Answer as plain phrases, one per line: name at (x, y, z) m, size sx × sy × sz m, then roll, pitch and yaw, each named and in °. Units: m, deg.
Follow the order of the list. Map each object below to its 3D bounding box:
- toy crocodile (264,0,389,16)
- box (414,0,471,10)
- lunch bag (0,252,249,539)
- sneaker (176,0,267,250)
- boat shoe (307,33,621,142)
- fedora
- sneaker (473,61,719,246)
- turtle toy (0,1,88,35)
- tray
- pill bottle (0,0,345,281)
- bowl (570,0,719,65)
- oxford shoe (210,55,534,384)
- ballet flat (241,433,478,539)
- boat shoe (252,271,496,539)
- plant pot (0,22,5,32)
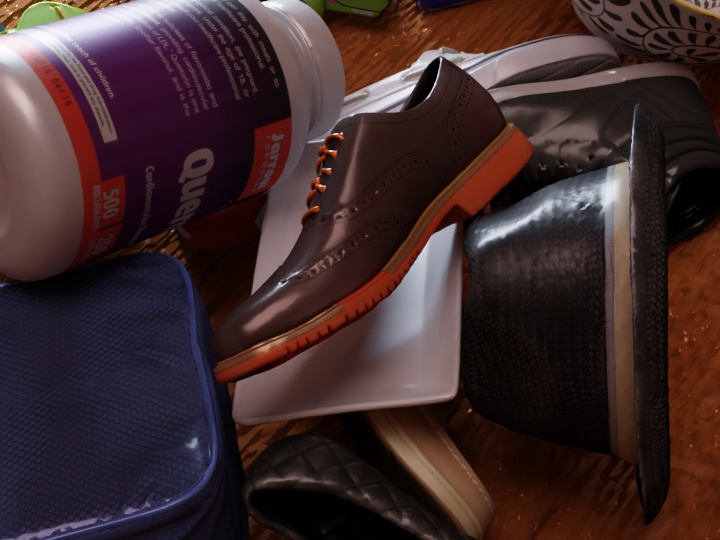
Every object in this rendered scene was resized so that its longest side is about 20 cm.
toy crocodile at (-0.067, -0.207, 0.935) m, size 0.199 × 0.062 × 0.068 m, roll 18°, pitch 57°, yaw 21°
box at (0.050, -0.304, 0.903) m, size 0.104 × 0.201 × 0.185 m, roll -17°, pitch 51°, yaw -2°
lunch bag at (-0.119, 0.106, 0.648) m, size 0.135 × 0.133 × 0.201 m, roll -12°, pitch 39°, yaw -3°
sneaker at (-0.090, -0.117, 0.832) m, size 0.078 × 0.116 × 0.201 m, roll -9°, pitch 51°, yaw 2°
boat shoe at (0.050, -0.100, 0.823) m, size 0.199 × 0.074 × 0.067 m, roll -21°, pitch 53°, yaw -7°
fedora at (0.092, 0.021, 0.641) m, size 0.091 × 0.201 × 0.202 m, roll -1°, pitch 51°, yaw 12°
sneaker at (0.112, -0.049, 0.774) m, size 0.199 × 0.071 × 0.100 m, roll -16°, pitch 46°, yaw -9°
turtle toy at (-0.185, -0.086, 0.830) m, size 0.145 × 0.101 × 0.201 m, roll 7°, pitch 53°, yaw -4°
tray at (0.000, 0.000, 0.706) m, size 0.106 × 0.022 × 0.201 m, roll -8°, pitch 42°, yaw 12°
pill bottle at (-0.104, -0.076, 0.705) m, size 0.199 × 0.113 × 0.112 m, roll -24°, pitch 49°, yaw -38°
bowl at (0.180, -0.188, 0.841) m, size 0.199 × 0.094 × 0.202 m, roll 11°, pitch 53°, yaw -15°
oxford shoe at (-0.006, -0.024, 0.647) m, size 0.200 × 0.071 × 0.073 m, roll -43°, pitch 99°, yaw -33°
ballet flat at (0.033, 0.142, 0.621) m, size 0.199 × 0.067 × 0.057 m, roll 32°, pitch 30°, yaw 12°
boat shoe at (0.015, 0.052, 0.711) m, size 0.064 × 0.072 × 0.200 m, roll -28°, pitch 52°, yaw -13°
plant pot at (-0.327, -0.163, 0.862) m, size 0.198 × 0.189 × 0.201 m, roll -5°, pitch 51°, yaw 6°
